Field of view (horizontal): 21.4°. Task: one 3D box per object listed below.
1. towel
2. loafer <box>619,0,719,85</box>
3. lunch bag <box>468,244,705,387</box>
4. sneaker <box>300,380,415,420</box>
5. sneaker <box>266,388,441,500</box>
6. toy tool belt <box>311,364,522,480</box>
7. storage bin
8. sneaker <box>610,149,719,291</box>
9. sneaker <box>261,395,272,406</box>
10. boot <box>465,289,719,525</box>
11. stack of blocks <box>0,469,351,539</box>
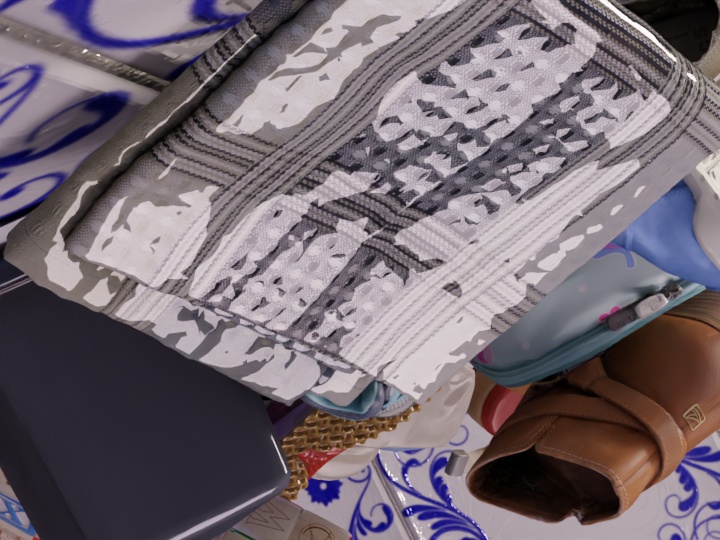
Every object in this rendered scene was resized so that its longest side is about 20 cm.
[{"bbox_3d":[0.010,-0.026,0.644,0.200,0.035,0.192,-38,143,22],"label":"towel"},{"bbox_3d":[0.081,-0.075,0.822,0.199,0.076,0.068,-23,147,8],"label":"loafer"},{"bbox_3d":[0.101,-0.027,0.920,0.160,0.078,0.200,-27,-159,-4],"label":"lunch bag"},{"bbox_3d":[-0.009,0.030,0.821,0.077,0.087,0.200,-2,152,8],"label":"sneaker"},{"bbox_3d":[-0.036,0.062,1.051,0.200,0.090,0.075,-38,146,9],"label":"sneaker"},{"bbox_3d":[0.009,0.054,1.190,0.199,0.123,0.126,3,116,-38],"label":"toy tool belt"},{"bbox_3d":[-0.096,0.053,0.795,0.145,0.135,0.200,-25,174,-18],"label":"storage bin"},{"bbox_3d":[0.082,-0.039,0.756,0.111,0.077,0.200,-25,137,33],"label":"sneaker"},{"bbox_3d":[-0.064,0.052,0.988,0.199,0.100,0.069,-31,131,30],"label":"sneaker"},{"bbox_3d":[0.097,0.062,0.918,0.155,0.074,0.199,-43,-165,-34],"label":"boot"},{"bbox_3d":[-0.117,0.134,0.976,0.059,0.199,0.115,-62,-178,-36],"label":"stack of blocks"}]
